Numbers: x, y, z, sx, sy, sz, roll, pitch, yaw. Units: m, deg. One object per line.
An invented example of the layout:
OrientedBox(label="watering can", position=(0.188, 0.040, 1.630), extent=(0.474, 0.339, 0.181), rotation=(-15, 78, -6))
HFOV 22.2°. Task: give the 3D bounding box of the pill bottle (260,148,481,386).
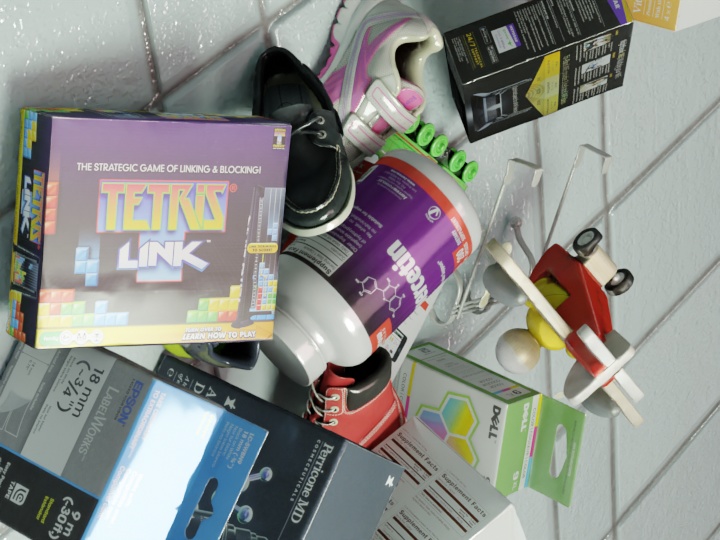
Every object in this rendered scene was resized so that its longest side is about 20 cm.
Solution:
OrientedBox(label="pill bottle", position=(0.000, 0.000, 1.523), extent=(0.200, 0.112, 0.113), rotation=(-45, 141, -18))

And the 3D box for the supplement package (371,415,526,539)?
OrientedBox(label="supplement package", position=(0.038, 0.280, 1.635), extent=(0.200, 0.147, 0.192), rotation=(-37, 137, -14))

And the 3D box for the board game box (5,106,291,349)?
OrientedBox(label="board game box", position=(-0.152, -0.031, 1.340), extent=(0.199, 0.057, 0.167), rotation=(-2, 103, -35))

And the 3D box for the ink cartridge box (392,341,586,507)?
OrientedBox(label="ink cartridge box", position=(0.115, 0.154, 1.778), extent=(0.059, 0.199, 0.105), rotation=(-15, 120, -47))

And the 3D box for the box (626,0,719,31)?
OrientedBox(label="box", position=(0.235, -0.309, 1.691), extent=(0.097, 0.199, 0.125), rotation=(-23, 126, -49))

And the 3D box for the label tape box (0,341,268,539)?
OrientedBox(label="label tape box", position=(-0.185, 0.137, 1.329), extent=(0.063, 0.199, 0.145), rotation=(32, 82, -57))

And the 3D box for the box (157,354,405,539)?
OrientedBox(label="box", position=(-0.092, 0.180, 1.491), extent=(0.107, 0.199, 0.149), rotation=(33, 80, -57))

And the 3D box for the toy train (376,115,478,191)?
OrientedBox(label="toy train", position=(0.049, -0.110, 1.683), extent=(0.057, 0.042, 0.200), rotation=(-57, 147, 1))

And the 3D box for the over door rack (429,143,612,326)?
OrientedBox(label="over door rack", position=(0.148, -0.044, 1.823), extent=(0.147, 0.067, 0.201), rotation=(-15, 140, -51))

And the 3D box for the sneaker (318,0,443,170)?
OrientedBox(label="sneaker", position=(0.004, -0.142, 1.551), extent=(0.081, 0.088, 0.201), rotation=(22, 90, -58))

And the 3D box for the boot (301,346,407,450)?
OrientedBox(label="boot", position=(-0.051, 0.148, 1.613), extent=(0.199, 0.072, 0.145), rotation=(-35, 146, -15))

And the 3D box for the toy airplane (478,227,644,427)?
OrientedBox(label="toy airplane", position=(0.193, 0.064, 1.751), extent=(0.141, 0.201, 0.199), rotation=(-30, 166, 20))

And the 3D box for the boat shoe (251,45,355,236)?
OrientedBox(label="boat shoe", position=(-0.050, -0.107, 1.428), extent=(0.200, 0.074, 0.066), rotation=(-96, 169, -49))

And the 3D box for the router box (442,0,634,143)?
OrientedBox(label="router box", position=(0.158, -0.187, 1.641), extent=(0.156, 0.053, 0.200), rotation=(-20, 168, 1))

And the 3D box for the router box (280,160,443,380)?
OrientedBox(label="router box", position=(-0.005, 0.017, 1.666), extent=(0.180, 0.049, 0.200), rotation=(-61, 147, -11))

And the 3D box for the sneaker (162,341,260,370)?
OrientedBox(label="sneaker", position=(-0.140, 0.019, 1.436), extent=(0.074, 0.081, 0.200), rotation=(-62, 145, -10))
